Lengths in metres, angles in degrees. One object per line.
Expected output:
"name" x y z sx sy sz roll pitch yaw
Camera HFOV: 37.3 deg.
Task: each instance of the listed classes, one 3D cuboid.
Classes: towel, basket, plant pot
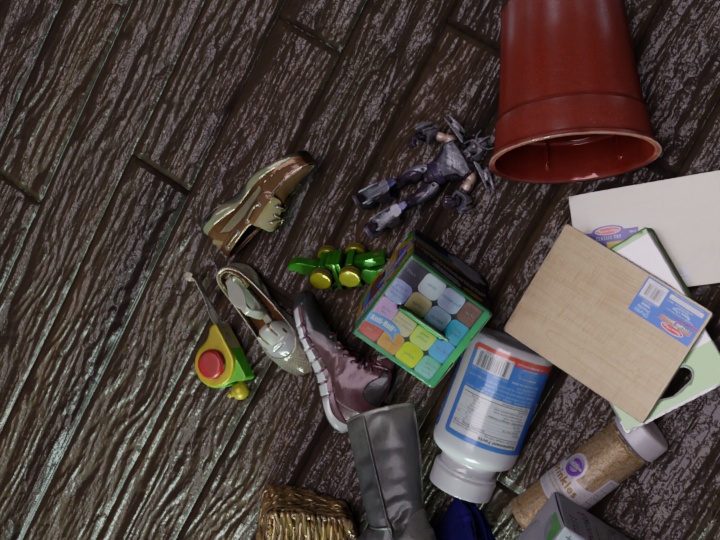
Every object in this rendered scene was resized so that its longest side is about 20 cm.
"towel" 0.102 0.396 1.348 0.049 0.148 0.200 30 103 -11
"basket" -0.073 0.407 1.458 0.142 0.149 0.201 7 92 -9
"plant pot" 0.247 -0.225 1.268 0.200 0.201 0.196 -7 78 24

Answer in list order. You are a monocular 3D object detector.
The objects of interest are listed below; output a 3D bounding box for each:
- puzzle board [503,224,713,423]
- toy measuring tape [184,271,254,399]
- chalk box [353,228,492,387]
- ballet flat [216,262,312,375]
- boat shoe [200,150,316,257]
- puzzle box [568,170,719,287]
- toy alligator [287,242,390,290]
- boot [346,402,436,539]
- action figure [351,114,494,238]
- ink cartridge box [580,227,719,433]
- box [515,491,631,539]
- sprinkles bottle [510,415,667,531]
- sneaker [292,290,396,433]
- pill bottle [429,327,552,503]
"puzzle board" 0.287 0.060 1.253 0.200 0.017 0.151 34 101 23
"toy measuring tape" -0.219 0.100 1.527 0.073 0.074 0.201 -35 75 19
"chalk box" 0.076 0.050 1.308 0.125 0.200 0.124 36 104 -4
"ballet flat" -0.137 0.072 1.494 0.067 0.062 0.200 -47 72 17
"boat shoe" -0.135 -0.090 1.496 0.200 0.076 0.074 -37 80 27
"puzzle box" 0.359 -0.042 1.294 0.199 0.025 0.134 -8 86 24
"toy alligator" 0.000 0.000 1.444 0.199 0.059 0.054 -5 131 17
"boot" 0.010 0.286 1.359 0.181 0.073 0.201 -20 76 12
"action figure" 0.088 -0.119 1.396 0.200 0.069 0.131 -32 71 17
"ink cartridge box" 0.330 0.070 1.265 0.145 0.048 0.201 -33 77 20
"box" 0.247 0.397 1.264 0.176 0.097 0.200 34 104 -7
"sprinkles bottle" 0.277 0.250 1.301 0.200 0.068 0.068 -43 73 18
"sneaker" -0.010 0.110 1.438 0.115 0.076 0.201 -19 92 17
"pill bottle" 0.157 0.181 1.333 0.112 0.112 0.201 23 99 23
